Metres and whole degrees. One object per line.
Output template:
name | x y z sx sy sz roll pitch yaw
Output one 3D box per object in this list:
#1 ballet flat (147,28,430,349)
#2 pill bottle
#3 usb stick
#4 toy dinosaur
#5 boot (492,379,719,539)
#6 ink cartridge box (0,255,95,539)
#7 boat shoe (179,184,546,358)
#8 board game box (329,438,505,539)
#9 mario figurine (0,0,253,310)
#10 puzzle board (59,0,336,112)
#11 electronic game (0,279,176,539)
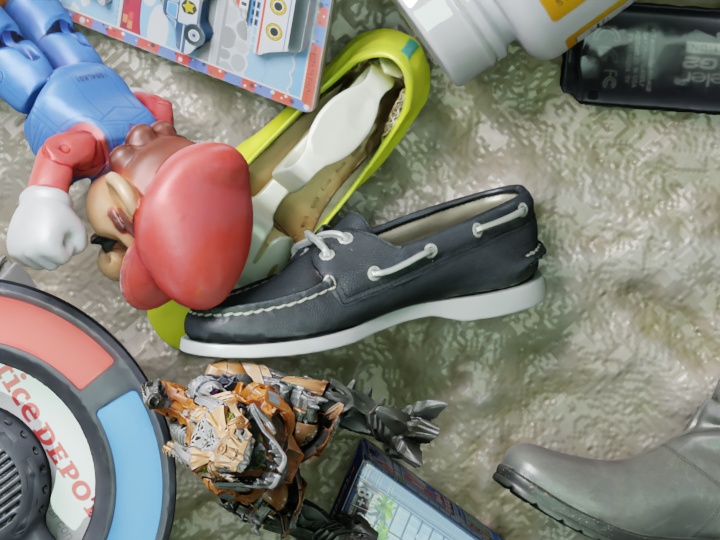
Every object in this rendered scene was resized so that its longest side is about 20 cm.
ballet flat | -0.039 -0.040 1.417 0.067 0.067 0.200 40 96 -6
pill bottle | 0.106 -0.178 1.378 0.200 0.109 0.109 -36 97 2
usb stick | 0.201 -0.104 1.432 0.200 0.033 0.056 4 106 -2
toy dinosaur | -0.041 0.076 1.350 0.136 0.200 0.102 24 113 -6
boot | 0.175 0.085 1.449 0.200 0.068 0.131 18 93 -11
ink cartridge box | -0.223 0.108 1.426 0.200 0.083 0.147 -32 98 3
boat shoe | 0.000 0.000 1.399 0.200 0.076 0.060 -13 105 -32
board game box | 0.054 0.218 1.459 0.200 0.062 0.200 22 97 -4
mario figurine | -0.135 -0.048 1.371 0.123 0.106 0.200 -36 66 -18
puzzle board | -0.075 -0.186 1.355 0.151 0.017 0.200 23 124 18
electronic game | -0.188 0.102 1.363 0.200 0.042 0.200 0 98 -2
